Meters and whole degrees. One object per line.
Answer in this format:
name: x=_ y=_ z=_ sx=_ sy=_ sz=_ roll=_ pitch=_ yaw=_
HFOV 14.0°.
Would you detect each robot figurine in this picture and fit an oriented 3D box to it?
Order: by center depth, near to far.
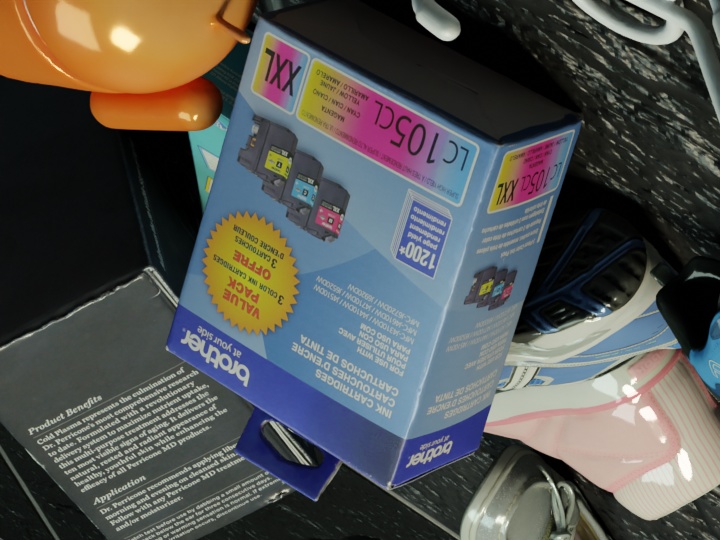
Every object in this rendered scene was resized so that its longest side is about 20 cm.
robot figurine: x=-0.117 y=-0.136 z=1.300 sx=0.117 sy=0.144 sz=0.200 roll=5 pitch=-176 yaw=-32

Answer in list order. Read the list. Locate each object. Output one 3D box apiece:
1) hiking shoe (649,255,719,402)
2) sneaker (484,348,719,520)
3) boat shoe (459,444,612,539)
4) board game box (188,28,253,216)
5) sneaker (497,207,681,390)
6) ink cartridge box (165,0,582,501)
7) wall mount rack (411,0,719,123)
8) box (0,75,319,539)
hiking shoe: x=0.182 y=0.033 z=1.184 sx=0.087 sy=0.074 sz=0.200 roll=42 pitch=164 yaw=-14
sneaker: x=0.112 y=0.075 z=1.447 sx=0.105 sy=0.075 sz=0.200 roll=50 pitch=157 yaw=-19
boat shoe: x=0.113 y=0.160 z=1.703 sx=0.065 sy=0.074 sz=0.202 roll=23 pitch=163 yaw=28
board game box: x=-0.013 y=-0.030 z=1.486 sx=0.151 sy=0.047 sz=0.200 roll=35 pitch=164 yaw=12
sneaker: x=0.064 y=0.030 z=1.350 sx=0.200 sy=0.076 sz=0.077 roll=-11 pitch=151 yaw=40
ink cartridge box: x=0.000 y=0.000 z=1.281 sx=0.136 sy=0.076 sz=0.200 roll=30 pitch=118 yaw=28
wall mount rack: x=0.086 y=-0.103 z=1.018 sx=0.174 sy=0.075 sz=0.200 roll=30 pitch=163 yaw=26
box: x=-0.134 y=0.016 z=1.589 sx=0.197 sy=0.124 sz=0.200 roll=56 pitch=-169 yaw=-43
